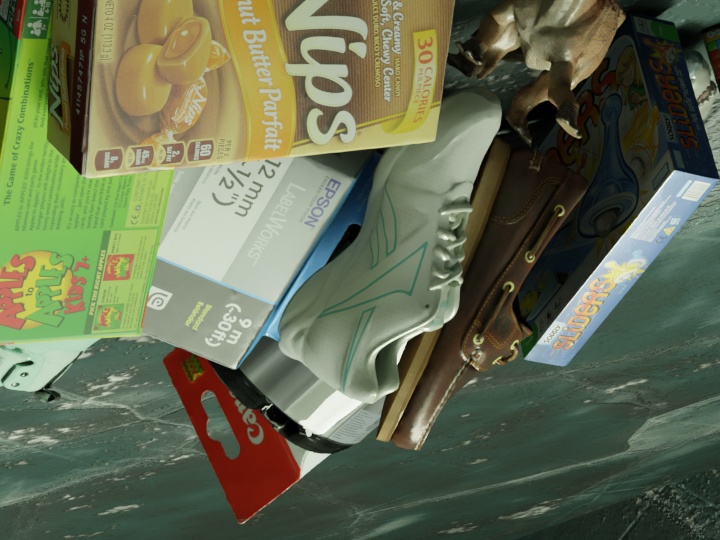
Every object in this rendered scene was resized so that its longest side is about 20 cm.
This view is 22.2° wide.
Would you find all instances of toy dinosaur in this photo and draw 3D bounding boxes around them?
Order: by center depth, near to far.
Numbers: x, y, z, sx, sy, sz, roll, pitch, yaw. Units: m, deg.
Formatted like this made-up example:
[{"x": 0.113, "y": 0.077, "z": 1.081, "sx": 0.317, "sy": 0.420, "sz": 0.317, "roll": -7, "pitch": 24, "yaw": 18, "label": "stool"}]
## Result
[{"x": 0.125, "y": -0.148, "z": 1.046, "sx": 0.136, "sy": 0.086, "sz": 0.200, "roll": -48, "pitch": -177, "yaw": -5, "label": "toy dinosaur"}]

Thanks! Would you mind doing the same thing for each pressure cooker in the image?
[{"x": 0.002, "y": 0.002, "z": 1.227, "sx": 0.200, "sy": 0.179, "sz": 0.176, "roll": -42, "pitch": -167, "yaw": 17, "label": "pressure cooker"}]

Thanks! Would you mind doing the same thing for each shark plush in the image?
[{"x": 0.156, "y": -0.111, "z": 1.277, "sx": 0.200, "sy": 0.091, "sz": 0.083, "roll": 0, "pitch": 154, "yaw": 34, "label": "shark plush"}]

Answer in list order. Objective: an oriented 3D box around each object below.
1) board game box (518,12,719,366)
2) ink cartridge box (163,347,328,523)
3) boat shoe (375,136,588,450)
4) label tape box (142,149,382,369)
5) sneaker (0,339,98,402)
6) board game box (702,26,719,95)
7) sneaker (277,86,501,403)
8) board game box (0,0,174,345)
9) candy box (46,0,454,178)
[{"x": 0.154, "y": -0.050, "z": 1.193, "sx": 0.034, "sy": 0.136, "sz": 0.200, "roll": 10, "pitch": 139, "yaw": -21, "label": "board game box"}, {"x": -0.070, "y": 0.073, "z": 1.395, "sx": 0.200, "sy": 0.162, "sz": 0.050, "roll": -39, "pitch": 154, "yaw": 24, "label": "ink cartridge box"}, {"x": 0.073, "y": 0.022, "z": 1.108, "sx": 0.070, "sy": 0.200, "sz": 0.070, "roll": 23, "pitch": -171, "yaw": -5, "label": "boat shoe"}, {"x": -0.072, "y": -0.023, "z": 1.069, "sx": 0.200, "sy": 0.066, "sz": 0.143, "roll": 24, "pitch": 112, "yaw": -22, "label": "label tape box"}, {"x": -0.246, "y": 0.047, "z": 1.255, "sx": 0.118, "sy": 0.074, "sz": 0.200, "roll": -43, "pitch": 158, "yaw": 23, "label": "sneaker"}, {"x": 0.341, "y": -0.140, "z": 1.278, "sx": 0.165, "sy": 0.057, "sz": 0.200, "roll": -18, "pitch": 164, "yaw": 18, "label": "board game box"}, {"x": 0.034, "y": -0.012, "z": 1.057, "sx": 0.070, "sy": 0.080, "sz": 0.200, "roll": 2, "pitch": 124, "yaw": -57, "label": "sneaker"}, {"x": -0.150, "y": -0.059, "z": 0.951, "sx": 0.101, "sy": 0.048, "sz": 0.200, "roll": -3, "pitch": 121, "yaw": -32, "label": "board game box"}, {"x": -0.051, "y": -0.116, "z": 0.906, "sx": 0.200, "sy": 0.055, "sz": 0.116, "roll": -8, "pitch": 120, "yaw": -29, "label": "candy box"}]
